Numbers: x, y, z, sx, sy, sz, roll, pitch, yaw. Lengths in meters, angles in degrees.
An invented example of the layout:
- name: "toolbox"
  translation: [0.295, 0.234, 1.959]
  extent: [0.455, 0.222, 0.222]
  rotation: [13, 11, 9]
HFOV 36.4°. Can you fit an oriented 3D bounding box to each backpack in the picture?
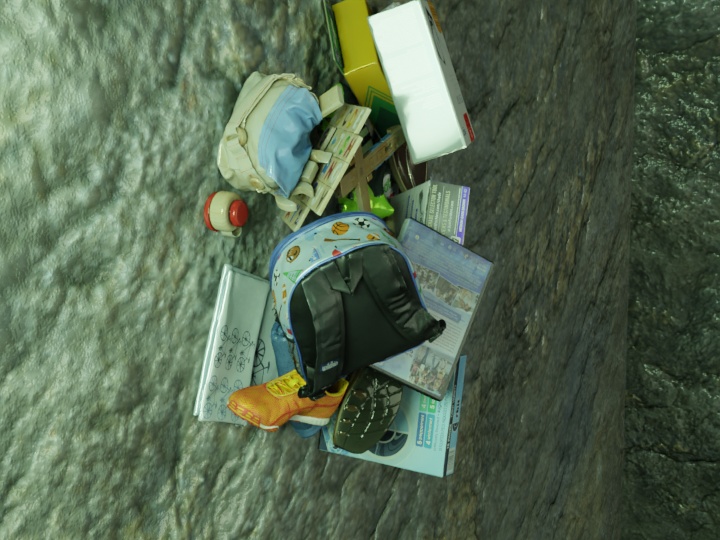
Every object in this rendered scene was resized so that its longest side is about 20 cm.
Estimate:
- name: "backpack"
  translation: [-0.018, 0.023, 1.283]
  extent: [0.199, 0.154, 0.191]
  rotation: [-26, 140, -12]

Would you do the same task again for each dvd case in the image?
- name: "dvd case"
  translation: [0.082, 0.051, 1.420]
  extent: [0.142, 0.018, 0.201]
  rotation: [27, 78, -22]

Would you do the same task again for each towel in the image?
- name: "towel"
  translation: [-0.069, 0.123, 1.450]
  extent: [0.112, 0.048, 0.201]
  rotation: [-50, 146, -37]

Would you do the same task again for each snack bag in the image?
- name: "snack bag"
  translation: [-0.135, 0.102, 1.373]
  extent: [0.200, 0.021, 0.190]
  rotation: [26, 73, -64]

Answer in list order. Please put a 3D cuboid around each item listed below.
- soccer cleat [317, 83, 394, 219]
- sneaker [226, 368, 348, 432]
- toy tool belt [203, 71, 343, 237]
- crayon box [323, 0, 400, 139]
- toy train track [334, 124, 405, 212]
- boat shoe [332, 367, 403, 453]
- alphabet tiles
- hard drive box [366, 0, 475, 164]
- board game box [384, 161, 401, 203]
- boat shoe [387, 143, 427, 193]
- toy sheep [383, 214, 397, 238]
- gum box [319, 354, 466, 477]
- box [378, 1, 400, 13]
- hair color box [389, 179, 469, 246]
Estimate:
- name: "soccer cleat"
  translation: [-0.005, -0.155, 1.459]
  extent: [0.081, 0.067, 0.201]
  rotation: [5, 64, -35]
- name: "sneaker"
  translation: [-0.091, 0.149, 1.340]
  extent: [0.200, 0.073, 0.077]
  rotation: [0, 120, -59]
- name: "toy tool belt"
  translation: [-0.097, -0.132, 1.269]
  extent: [0.125, 0.122, 0.201]
  rotation: [50, 52, -57]
- name: "crayon box"
  translation: [0.013, -0.280, 1.489]
  extent: [0.200, 0.051, 0.126]
  rotation: [52, 24, -56]
- name: "toy train track"
  translation: [0.005, -0.141, 1.385]
  extent: [0.200, 0.032, 0.115]
  rotation: [-46, 133, -53]
- name: "boat shoe"
  translation: [0.016, 0.143, 1.442]
  extent: [0.075, 0.074, 0.201]
  rotation: [28, 79, -20]
- name: "alphabet tiles"
  translation: [-0.043, -0.124, 1.314]
  extent: [0.168, 0.008, 0.200]
  rotation: [-61, -165, 4]
- name: "hard drive box"
  translation: [0.084, -0.256, 1.477]
  extent: [0.156, 0.076, 0.201]
  rotation: [-51, 124, -74]
- name: "board game box"
  translation: [0.038, -0.093, 1.670]
  extent: [0.200, 0.034, 0.127]
  rotation: [-47, 136, -51]
- name: "boat shoe"
  translation: [0.083, -0.208, 1.642]
  extent: [0.072, 0.072, 0.201]
  rotation: [1, 82, -56]
- name: "toy sheep"
  translation: [0.000, 0.000, 1.493]
  extent: [0.138, 0.137, 0.200]
  rotation: [-66, -174, -32]
- name: "gum box"
  translation: [0.045, 0.190, 1.569]
  extent: [0.044, 0.199, 0.171]
  rotation: [1, 96, -64]
- name: "box"
  translation: [0.087, -0.295, 1.595]
  extent: [0.201, 0.041, 0.039]
  rotation: [59, 25, -6]
- name: "hair color box"
  translation: [0.089, -0.058, 1.547]
  extent: [0.200, 0.064, 0.110]
  rotation: [167, -69, -77]
